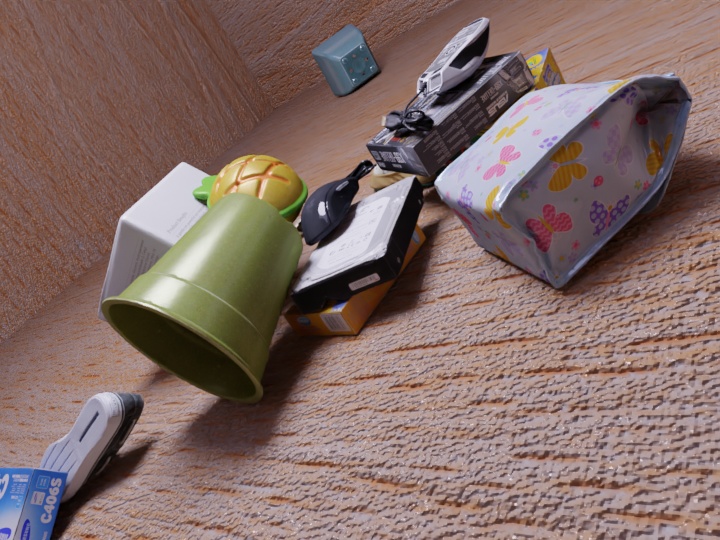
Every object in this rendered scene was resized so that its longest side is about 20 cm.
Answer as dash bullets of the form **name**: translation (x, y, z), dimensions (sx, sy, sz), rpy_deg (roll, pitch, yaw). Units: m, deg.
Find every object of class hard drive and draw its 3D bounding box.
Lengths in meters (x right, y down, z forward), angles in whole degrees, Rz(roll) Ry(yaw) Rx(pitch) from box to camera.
- **hard drive**: translation (0.002, -0.038, 0.732), dimensions (0.138, 0.038, 0.201), rpy_deg (-22, 24, 30)

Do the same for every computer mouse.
- **computer mouse**: translation (0.113, -0.252, 0.776), dimensions (0.201, 0.044, 0.109), rpy_deg (-50, 22, -10)
- **computer mouse**: translation (-0.060, -0.091, 0.828), dimensions (0.140, 0.046, 0.201), rpy_deg (-33, 18, 35)

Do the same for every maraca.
- **maraca**: translation (-0.157, -0.111, 0.832), dimensions (0.136, 0.109, 0.199), rpy_deg (-29, 39, -29)

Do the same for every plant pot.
- **plant pot**: translation (-0.160, 0.019, 0.689), dimensions (0.198, 0.200, 0.192), rpy_deg (-11, 43, 46)
- **plant pot**: translation (-0.038, -0.783, 2.215), dimensions (0.194, 0.198, 0.200), rpy_deg (-35, 30, -3)

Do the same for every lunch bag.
- **lunch bag**: translation (0.196, -0.101, 0.567), dimensions (0.200, 0.127, 0.170), rpy_deg (-45, 20, 0)

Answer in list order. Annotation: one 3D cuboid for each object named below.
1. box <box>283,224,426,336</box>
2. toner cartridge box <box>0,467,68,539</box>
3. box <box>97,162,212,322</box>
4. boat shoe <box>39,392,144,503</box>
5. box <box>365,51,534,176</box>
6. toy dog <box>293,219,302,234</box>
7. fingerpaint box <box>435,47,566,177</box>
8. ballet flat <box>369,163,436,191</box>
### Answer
- **box**: translation (0.000, 0.000, 0.758), dimensions (0.118, 0.042, 0.201), rpy_deg (-10, 36, 48)
- **toner cartridge box**: translation (-0.440, 0.299, 0.736), dimensions (0.198, 0.043, 0.097), rpy_deg (-17, 59, 39)
- **box**: translation (-0.264, -0.014, 0.901), dimensions (0.202, 0.169, 0.200), rpy_deg (-59, 7, 33)
- **boat shoe**: translation (-0.341, 0.231, 0.752), dimensions (0.200, 0.073, 0.070), rpy_deg (-45, -27, 22)
- **box**: translation (0.118, -0.216, 0.816), dimensions (0.200, 0.050, 0.157), rpy_deg (-43, 24, -9)
- **toy dog**: translation (-0.190, -0.082, 1.088), dimensions (0.191, 0.141, 0.200), rpy_deg (-24, 12, 14)
- **fingerpaint box**: translation (0.202, -0.220, 0.860), dimensions (0.165, 0.074, 0.201), rpy_deg (-19, 29, 37)
- **ballet flat**: translation (0.066, -0.177, 0.988), dimensions (0.069, 0.064, 0.199), rpy_deg (-43, 23, -21)
